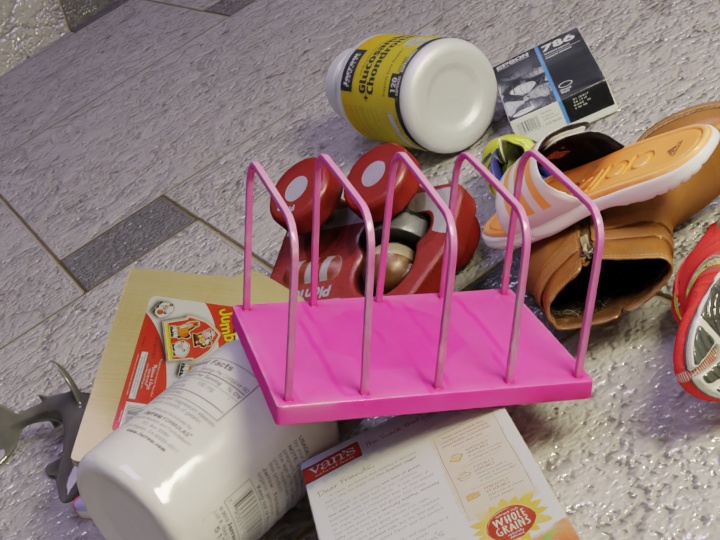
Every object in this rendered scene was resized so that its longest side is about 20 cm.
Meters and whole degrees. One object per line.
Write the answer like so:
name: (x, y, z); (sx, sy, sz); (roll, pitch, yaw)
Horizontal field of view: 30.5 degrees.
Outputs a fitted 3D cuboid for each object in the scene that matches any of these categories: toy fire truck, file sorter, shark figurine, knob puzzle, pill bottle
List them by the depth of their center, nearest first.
file sorter: (0.032, 0.000, 0.818); (0.199, 0.126, 0.139); (-3, 24, -16)
pill bottle: (-0.079, 0.111, 0.879); (0.114, 0.115, 0.200); (3, 34, 49)
knob puzzle: (-0.096, 0.086, 0.991); (0.218, 0.031, 0.221); (1, 51, -2)
toy fire truck: (0.000, 0.000, 1.076); (0.199, 0.112, 0.169); (-7, 56, 40)
shark figurine: (-0.258, 0.115, 1.125); (0.128, 0.090, 0.214); (-40, 28, -27)
pill bottle: (0.044, -0.185, 1.356); (0.112, 0.112, 0.200); (-37, 25, -18)

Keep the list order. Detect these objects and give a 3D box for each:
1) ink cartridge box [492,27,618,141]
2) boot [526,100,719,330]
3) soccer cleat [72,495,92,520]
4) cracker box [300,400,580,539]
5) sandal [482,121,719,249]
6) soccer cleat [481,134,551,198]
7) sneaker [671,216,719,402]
ink cartridge box: (0.185, -0.186, 1.300); (0.099, 0.039, 0.200); (-25, 24, 10)
boot: (0.199, -0.038, 0.919); (0.199, 0.077, 0.155); (-29, 13, 12)
soccer cleat: (-0.169, 0.121, 1.037); (0.076, 0.067, 0.200); (-8, 33, 8)
cracker box: (0.047, 0.152, 0.761); (0.133, 0.058, 0.200); (-26, 25, 1)
sandal: (0.153, -0.075, 0.911); (0.206, 0.059, 0.079); (-22, 22, 49)
soccer cleat: (0.134, -0.085, 1.098); (0.064, 0.084, 0.200); (-25, 24, 7)
sneaker: (0.230, 0.023, 0.828); (0.085, 0.077, 0.200); (-33, 11, 42)
